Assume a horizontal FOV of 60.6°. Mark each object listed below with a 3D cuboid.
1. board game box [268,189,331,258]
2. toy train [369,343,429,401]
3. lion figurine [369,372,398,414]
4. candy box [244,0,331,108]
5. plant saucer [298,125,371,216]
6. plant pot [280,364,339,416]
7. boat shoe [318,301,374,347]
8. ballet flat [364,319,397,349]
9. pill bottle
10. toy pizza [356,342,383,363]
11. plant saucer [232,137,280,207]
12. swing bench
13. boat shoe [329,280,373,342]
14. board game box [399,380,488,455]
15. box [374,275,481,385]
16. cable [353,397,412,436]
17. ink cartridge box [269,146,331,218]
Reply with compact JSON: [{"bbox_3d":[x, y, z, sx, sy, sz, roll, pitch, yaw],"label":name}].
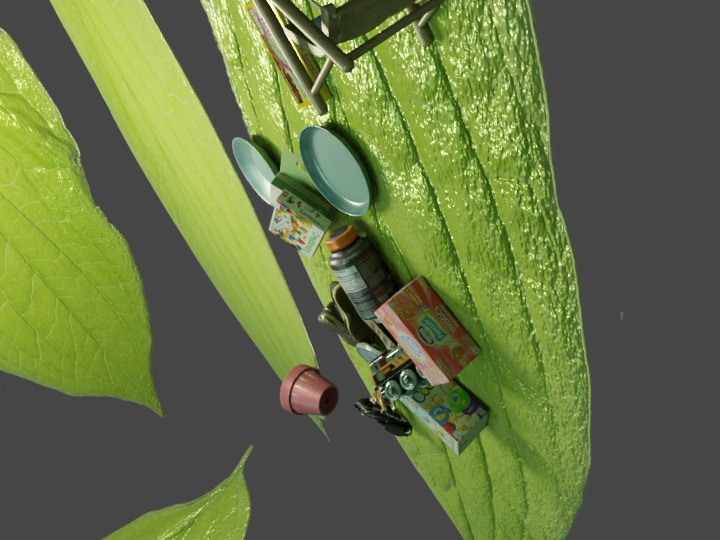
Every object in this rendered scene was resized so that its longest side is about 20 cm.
[{"bbox_3d":[-0.142,-0.102,1.411,0.126,0.035,0.200,35,159,-1],"label":"board game box"},{"bbox_3d":[0.108,0.211,1.376,0.200,0.085,0.114,-41,65,31],"label":"toy train"},{"bbox_3d":[0.063,0.345,1.827,0.123,0.072,0.201,-110,11,-50],"label":"lion figurine"},{"bbox_3d":[-0.127,-0.384,1.079,0.102,0.026,0.201,10,135,56],"label":"candy box"},{"bbox_3d":[-0.045,-0.197,1.201,0.200,0.027,0.201,39,153,24],"label":"plant saucer"},{"bbox_3d":[-0.192,0.495,2.470,0.178,0.200,0.201,12,139,36],"label":"plant pot"},{"bbox_3d":[-0.026,0.153,1.695,0.074,0.074,0.200,0,147,49],"label":"boat shoe"},{"bbox_3d":[0.063,0.127,1.491,0.200,0.068,0.067,51,141,-13],"label":"ballet flat"},{"bbox_3d":[0.000,0.000,1.334,0.106,0.106,0.201,10,134,61],"label":"pill bottle"},{"bbox_3d":[0.075,0.251,1.655,0.200,0.032,0.200,33,163,12],"label":"toy pizza"},{"bbox_3d":[-0.241,-0.249,1.528,0.201,0.039,0.201,43,158,22],"label":"plant saucer"},{"bbox_3d":[-0.020,-0.326,0.703,0.200,0.199,0.130,52,159,-3],"label":"swing bench"},{"bbox_3d":[-0.022,0.103,1.618,0.065,0.073,0.201,46,163,54],"label":"boat shoe"},{"bbox_3d":[0.190,0.315,1.449,0.200,0.103,0.105,40,161,28],"label":"board game box"},{"bbox_3d":[0.135,0.125,1.260,0.200,0.102,0.095,52,160,2],"label":"box"},{"bbox_3d":[0.067,0.441,1.917,0.199,0.051,0.163,28,-172,-16],"label":"cable"},{"bbox_3d":[-0.131,-0.170,1.367,0.145,0.048,0.200,33,159,5],"label":"ink cartridge box"}]
